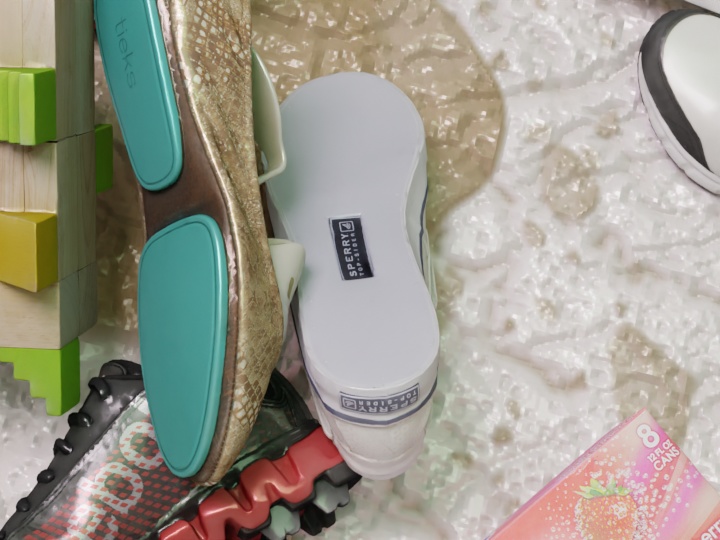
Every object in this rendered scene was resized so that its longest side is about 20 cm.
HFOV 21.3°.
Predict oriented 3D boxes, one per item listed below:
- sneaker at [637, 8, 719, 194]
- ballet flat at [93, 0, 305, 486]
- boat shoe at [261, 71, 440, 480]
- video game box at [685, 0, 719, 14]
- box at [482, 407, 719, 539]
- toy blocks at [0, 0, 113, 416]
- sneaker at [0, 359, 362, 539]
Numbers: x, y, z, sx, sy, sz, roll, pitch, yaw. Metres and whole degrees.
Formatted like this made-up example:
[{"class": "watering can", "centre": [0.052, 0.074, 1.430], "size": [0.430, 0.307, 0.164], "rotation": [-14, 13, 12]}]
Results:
[{"class": "sneaker", "centre": [0.206, -0.047, 0.844], "size": [0.074, 0.080, 0.200], "rotation": [-42, 81, -18]}, {"class": "ballet flat", "centre": [-0.051, -0.023, 0.717], "size": [0.065, 0.070, 0.202], "rotation": [-4, 86, -39]}, {"class": "boat shoe", "centre": [0.000, 0.000, 0.788], "size": [0.070, 0.070, 0.201], "rotation": [-7, 43, -4]}, {"class": "video game box", "centre": [0.201, -0.194, 0.897], "size": [0.198, 0.047, 0.184], "rotation": [20, 61, -3]}, {"class": "box", "centre": [0.059, 0.158, 0.735], "size": [0.199, 0.095, 0.103], "rotation": [-36, 80, -19]}, {"class": "toy blocks", "centre": [-0.171, -0.053, 0.717], "size": [0.135, 0.100, 0.202], "rotation": [2, 99, 8]}, {"class": "sneaker", "centre": [-0.100, 0.093, 0.743], "size": [0.199, 0.071, 0.098], "rotation": [-28, 78, -20]}]
